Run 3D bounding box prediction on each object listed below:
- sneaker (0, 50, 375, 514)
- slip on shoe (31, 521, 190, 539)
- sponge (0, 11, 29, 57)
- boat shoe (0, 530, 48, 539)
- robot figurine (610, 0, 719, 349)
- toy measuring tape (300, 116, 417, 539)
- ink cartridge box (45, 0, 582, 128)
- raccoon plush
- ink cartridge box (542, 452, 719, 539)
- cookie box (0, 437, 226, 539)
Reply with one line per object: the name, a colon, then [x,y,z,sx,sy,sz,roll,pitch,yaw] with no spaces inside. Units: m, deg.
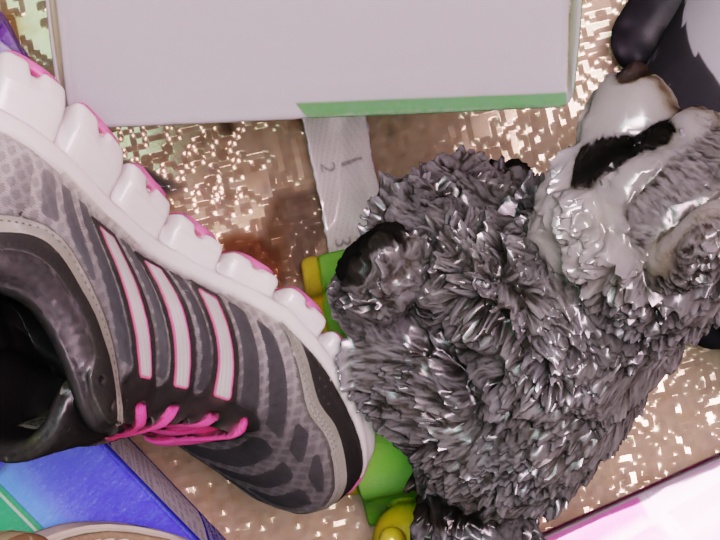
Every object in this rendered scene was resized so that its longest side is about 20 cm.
sneaker: [-0.073,0.026,0.700,0.074,0.200,0.088,-5,53,39]
slip on shoe: [-0.022,0.143,0.721,0.200,0.061,0.076,41,87,-12]
sponge: [-0.150,-0.031,0.825,0.111,0.030,0.200,-32,85,-1]
boat shoe: [-0.130,0.159,0.695,0.072,0.072,0.201,19,112,22]
robot figurine: [0.157,-0.065,0.774,0.150,0.125,0.200,31,87,4]
toy measuring tape: [0.000,0.000,0.799,0.073,0.074,0.201,-10,85,0]
ink cartridge box: [-0.014,-0.129,0.746,0.145,0.200,0.084,-2,123,1]
raccoon plush: [0.079,0.039,0.722,0.134,0.097,0.201,3,121,39]
ink cartridge box: [0.136,0.102,0.807,0.199,0.037,0.095,-24,85,-3]
cookie box: [-0.131,0.114,0.767,0.171,0.075,0.200,-44,100,-3]
